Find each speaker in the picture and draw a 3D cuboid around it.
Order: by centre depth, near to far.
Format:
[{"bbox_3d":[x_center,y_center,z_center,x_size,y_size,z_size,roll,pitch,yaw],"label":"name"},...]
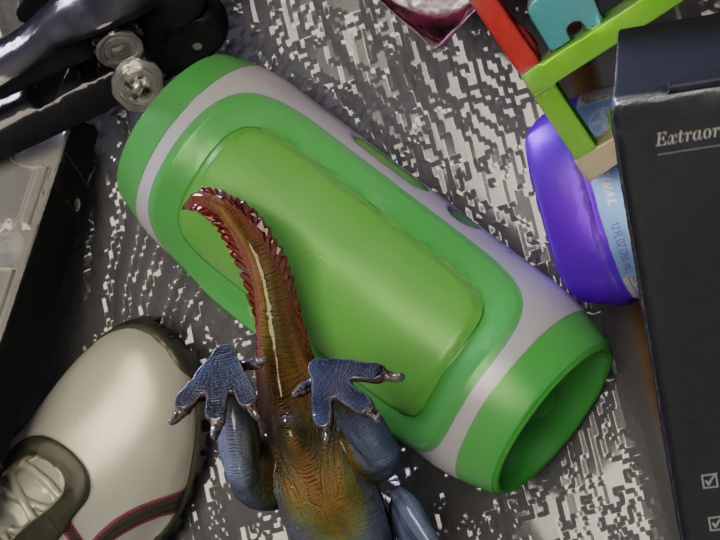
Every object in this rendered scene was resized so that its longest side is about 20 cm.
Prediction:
[{"bbox_3d":[0.000,0.000,1.076,0.200,0.088,0.089,38,99,19],"label":"speaker"}]

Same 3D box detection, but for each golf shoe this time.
[{"bbox_3d":[-0.133,0.108,1.116,0.077,0.088,0.200,35,96,22],"label":"golf shoe"}]

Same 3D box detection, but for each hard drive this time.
[{"bbox_3d":[-0.197,0.017,1.129,0.139,0.038,0.200,3,58,21],"label":"hard drive"}]

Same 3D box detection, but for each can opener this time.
[{"bbox_3d":[-0.145,-0.072,1.114,0.200,0.063,0.079,-30,35,9],"label":"can opener"}]

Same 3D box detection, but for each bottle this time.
[{"bbox_3d":[0.165,-0.049,1.028,0.200,0.065,0.084,-16,85,18],"label":"bottle"}]

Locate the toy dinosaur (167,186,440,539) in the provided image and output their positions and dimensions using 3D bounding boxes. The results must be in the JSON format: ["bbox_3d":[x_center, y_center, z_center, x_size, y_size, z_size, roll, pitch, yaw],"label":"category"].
[{"bbox_3d":[0.006,0.090,1.041,0.105,0.182,0.200,-11,55,14],"label":"toy dinosaur"}]

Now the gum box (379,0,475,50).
[{"bbox_3d":[0.073,-0.185,1.041,0.066,0.114,0.200,41,101,-7],"label":"gum box"}]

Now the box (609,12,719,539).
[{"bbox_3d":[0.174,0.011,0.949,0.148,0.107,0.200,-8,107,9],"label":"box"}]

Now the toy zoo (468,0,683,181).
[{"bbox_3d":[0.082,-0.149,0.980,0.131,0.020,0.200,-33,100,8],"label":"toy zoo"}]
